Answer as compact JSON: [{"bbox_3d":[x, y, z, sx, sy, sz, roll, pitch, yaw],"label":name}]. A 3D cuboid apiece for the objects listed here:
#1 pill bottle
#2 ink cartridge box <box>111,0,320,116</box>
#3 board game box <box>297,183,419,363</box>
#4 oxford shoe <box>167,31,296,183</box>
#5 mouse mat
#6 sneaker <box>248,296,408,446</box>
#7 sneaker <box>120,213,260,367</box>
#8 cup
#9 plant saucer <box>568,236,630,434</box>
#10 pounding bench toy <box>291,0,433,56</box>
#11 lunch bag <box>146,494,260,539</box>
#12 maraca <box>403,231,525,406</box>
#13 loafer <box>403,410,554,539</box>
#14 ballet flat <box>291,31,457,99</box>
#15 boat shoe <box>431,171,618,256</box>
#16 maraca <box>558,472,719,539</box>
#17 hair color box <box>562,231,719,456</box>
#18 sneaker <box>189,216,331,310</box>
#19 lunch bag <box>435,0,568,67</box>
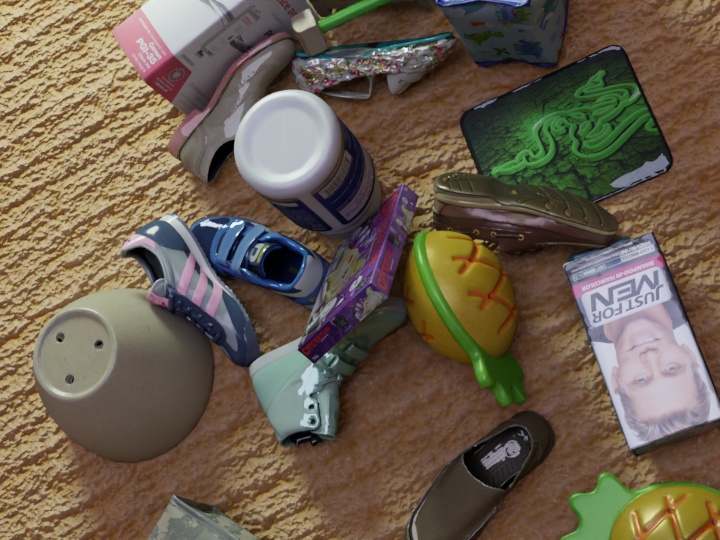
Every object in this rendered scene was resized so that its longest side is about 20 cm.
[{"bbox_3d":[-0.049,-0.106,1.457,0.115,0.200,0.116,-4,74,16],"label":"pill bottle"},{"bbox_3d":[-0.163,-0.283,1.567,0.200,0.146,0.083,-37,69,6],"label":"ink cartridge box"},{"bbox_3d":[0.000,0.000,1.413,0.032,0.200,0.120,43,120,-15],"label":"board game box"},{"bbox_3d":[-0.134,-0.188,1.581,0.074,0.071,0.200,46,103,17],"label":"oxford shoe"},{"bbox_3d":[0.221,-0.141,1.483,0.199,0.008,0.161,-24,70,10],"label":"mouse mat"},{"bbox_3d":[-0.018,0.115,1.457,0.200,0.074,0.119,-31,62,19],"label":"sneaker"},{"bbox_3d":[-0.192,0.035,1.515,0.082,0.070,0.200,-29,76,-34],"label":"sneaker"},{"bbox_3d":[-0.282,0.106,1.510,0.199,0.143,0.201,-4,76,16],"label":"cup"},{"bbox_3d":[0.274,0.064,1.408,0.070,0.019,0.201,-19,70,12],"label":"plant saucer"},{"bbox_3d":[0.011,-0.341,1.529,0.155,0.124,0.201,0,71,18],"label":"pounding bench toy"},{"bbox_3d":[-0.143,0.355,1.416,0.200,0.118,0.164,29,86,27],"label":"lunch bag"},{"bbox_3d":[0.112,0.048,1.395,0.107,0.137,0.201,-33,76,24],"label":"maraca"},{"bbox_3d":[0.114,0.219,1.393,0.076,0.067,0.200,41,91,22],"label":"loafer"},{"bbox_3d":[0.018,-0.229,1.548,0.199,0.076,0.064,-3,106,22],"label":"ballet flat"},{"bbox_3d":[0.172,-0.051,1.444,0.199,0.072,0.068,12,116,12],"label":"boat shoe"},{"bbox_3d":[0.290,0.266,1.303,0.199,0.107,0.138,12,73,20],"label":"maraca"},{"bbox_3d":[0.284,0.073,1.361,0.100,0.061,0.201,-22,72,11],"label":"hair color box"},{"bbox_3d":[-0.117,-0.019,1.521,0.199,0.082,0.074,18,84,24],"label":"sneaker"},{"bbox_3d":[0.166,-0.340,1.463,0.127,0.170,0.201,4,76,19],"label":"lunch bag"}]
